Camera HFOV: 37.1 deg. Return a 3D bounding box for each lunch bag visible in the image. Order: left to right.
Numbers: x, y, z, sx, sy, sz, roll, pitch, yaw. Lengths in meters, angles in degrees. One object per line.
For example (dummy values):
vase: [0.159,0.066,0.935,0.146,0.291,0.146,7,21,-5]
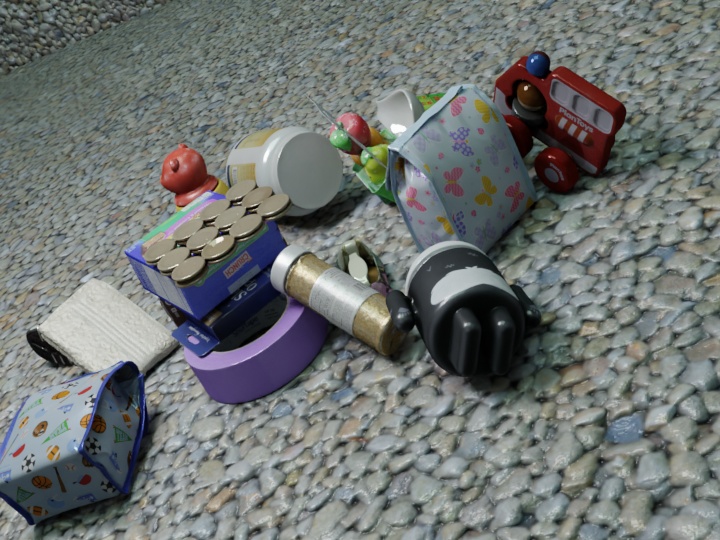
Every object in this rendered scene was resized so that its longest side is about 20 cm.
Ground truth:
lunch bag: [-0.384,0.222,1.453,0.168,0.125,0.202,-20,37,17]
lunch bag: [0.129,-0.133,1.475,0.126,0.202,0.170,10,47,49]

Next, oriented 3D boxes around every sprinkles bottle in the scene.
sprinkles bottle: [-0.027,0.037,1.406,0.199,0.069,0.068,30,59,30]

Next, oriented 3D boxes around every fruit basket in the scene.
fruit basket: [0.000,-0.191,1.691,0.094,0.199,0.185,-54,28,10]

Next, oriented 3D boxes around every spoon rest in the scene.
spoon rest: [0.064,-0.255,1.754,0.060,0.101,0.200,-8,20,-7]

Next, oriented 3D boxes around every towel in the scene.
towel: [-0.392,0.103,1.662,0.199,0.035,0.133,34,63,25]

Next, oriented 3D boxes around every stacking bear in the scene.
stacking bear: [-0.266,-0.113,1.796,0.112,0.202,0.122,-13,31,25]

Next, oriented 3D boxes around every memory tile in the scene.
memory tile: [-0.196,-0.054,1.477,0.199,0.017,0.153,-38,32,-20]

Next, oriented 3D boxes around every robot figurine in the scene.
robot figurine: [0.123,0.048,1.275,0.125,0.150,0.201,-47,27,12]

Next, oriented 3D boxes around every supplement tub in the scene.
supplement tub: [-0.127,-0.164,1.788,0.144,0.145,0.199,-40,21,-21]

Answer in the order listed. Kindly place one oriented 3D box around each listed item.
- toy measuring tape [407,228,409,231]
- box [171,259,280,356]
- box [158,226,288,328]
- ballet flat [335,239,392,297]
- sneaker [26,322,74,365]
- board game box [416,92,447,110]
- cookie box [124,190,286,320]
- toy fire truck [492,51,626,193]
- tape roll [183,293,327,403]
toy measuring tape: [0.111,-0.127,1.617,0.073,0.074,0.201,-7,36,35]
box: [-0.178,0.036,1.524,0.199,0.033,0.121,-40,30,-18]
box: [-0.210,0.009,1.689,0.197,0.076,0.101,-22,29,17]
ballet flat: [0.000,0.000,1.512,0.068,0.072,0.200,-27,28,-1]
sneaker: [-0.449,0.094,1.781,0.197,0.077,0.116,-1,32,24]
board game box: [0.148,-0.236,1.748,0.100,0.048,0.201,-7,28,-8]
cookie box: [-0.226,-0.029,1.557,0.171,0.076,0.199,-39,30,-21]
toy fire truck: [0.272,-0.221,1.485,0.199,0.169,0.112,40,66,22]
tape roll: [-0.147,0.092,1.504,0.197,0.066,0.201,-22,30,13]
